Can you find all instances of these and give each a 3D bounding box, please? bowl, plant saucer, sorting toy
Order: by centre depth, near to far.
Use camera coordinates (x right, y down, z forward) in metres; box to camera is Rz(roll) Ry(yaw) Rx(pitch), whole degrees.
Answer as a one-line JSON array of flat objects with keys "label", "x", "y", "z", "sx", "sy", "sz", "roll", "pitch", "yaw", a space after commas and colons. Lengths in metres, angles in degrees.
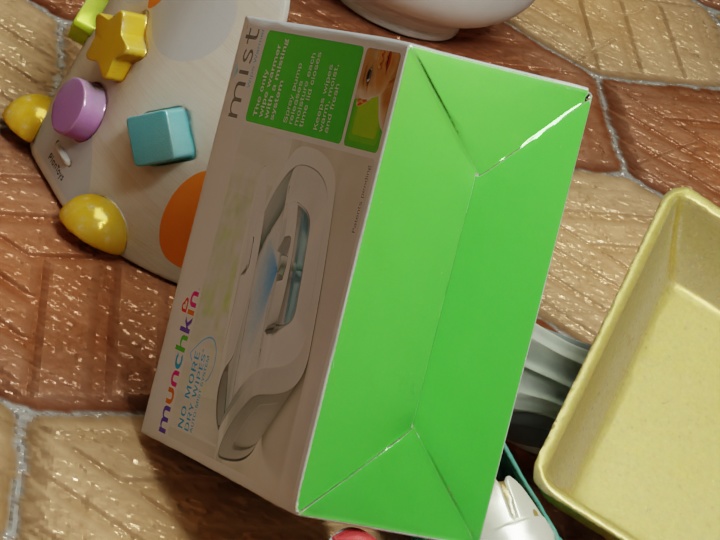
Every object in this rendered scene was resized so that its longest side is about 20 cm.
[{"label": "plant saucer", "x": 0.190, "y": 0.088, "z": 1.402, "sx": 0.200, "sy": 0.048, "sz": 0.200, "roll": 32, "pitch": 53, "yaw": -3}, {"label": "sorting toy", "x": -0.094, "y": -0.115, "z": 1.504, "sx": 0.107, "sy": 0.180, "sz": 0.200, "roll": 8, "pitch": 29, "yaw": -33}, {"label": "bowl", "x": 0.037, "y": -0.213, "z": 1.924, "sx": 0.201, "sy": 0.091, "sz": 0.201, "roll": 21, "pitch": 26, "yaw": -10}]

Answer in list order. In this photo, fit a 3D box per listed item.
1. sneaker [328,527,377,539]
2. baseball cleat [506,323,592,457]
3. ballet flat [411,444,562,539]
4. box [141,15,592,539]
[{"label": "sneaker", "x": 0.047, "y": 0.154, "z": 1.213, "sx": 0.199, "sy": 0.071, "sz": 0.113, "roll": -9, "pitch": 41, "yaw": -34}, {"label": "baseball cleat", "x": 0.091, "y": 0.060, "z": 1.463, "sx": 0.200, "sy": 0.070, "sz": 0.106, "roll": 33, "pitch": -11, "yaw": -27}, {"label": "ballet flat", "x": 0.049, "y": 0.109, "z": 1.317, "sx": 0.067, "sy": 0.071, "sz": 0.200, "roll": -24, "pitch": 37, "yaw": -6}, {"label": "box", "x": 0.000, "y": 0.000, "z": 1.279, "sx": 0.096, "sy": 0.201, "sz": 0.176, "roll": 13, "pitch": 4, "yaw": -28}]
